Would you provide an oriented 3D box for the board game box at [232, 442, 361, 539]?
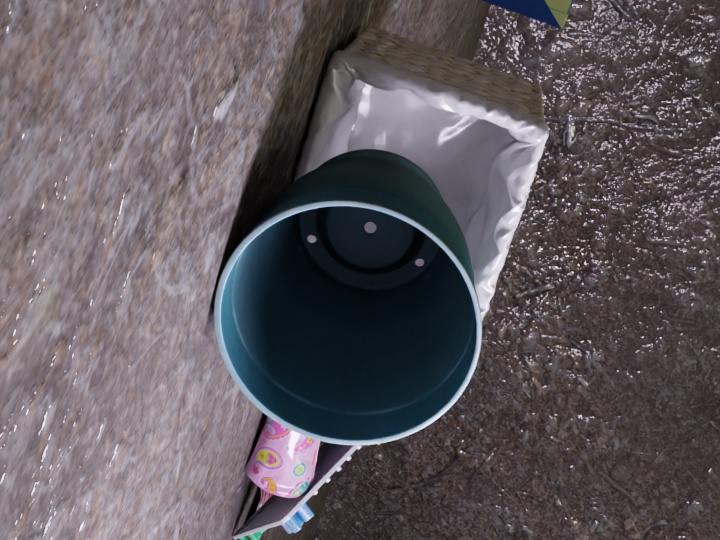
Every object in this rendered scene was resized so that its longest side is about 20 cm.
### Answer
[{"bbox_3d":[-0.058,0.267,1.708,0.200,0.026,0.200,-44,-176,-28],"label":"board game box"}]

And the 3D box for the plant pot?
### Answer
[{"bbox_3d":[-0.002,0.000,1.063,0.189,0.197,0.202,-78,-174,-63],"label":"plant pot"}]

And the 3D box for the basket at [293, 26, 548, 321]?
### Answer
[{"bbox_3d":[0.051,-0.089,1.211,0.161,0.196,0.202,-65,174,-68],"label":"basket"}]

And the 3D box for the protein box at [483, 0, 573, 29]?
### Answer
[{"bbox_3d":[0.397,-0.678,2.998,0.136,0.196,0.201,106,5,-50],"label":"protein box"}]

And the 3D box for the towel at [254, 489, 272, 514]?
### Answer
[{"bbox_3d":[-0.163,0.395,1.890,0.144,0.022,0.202,102,10,-76],"label":"towel"}]

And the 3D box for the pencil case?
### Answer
[{"bbox_3d":[-0.069,0.165,1.592,0.087,0.086,0.203,-52,162,-77],"label":"pencil case"}]
